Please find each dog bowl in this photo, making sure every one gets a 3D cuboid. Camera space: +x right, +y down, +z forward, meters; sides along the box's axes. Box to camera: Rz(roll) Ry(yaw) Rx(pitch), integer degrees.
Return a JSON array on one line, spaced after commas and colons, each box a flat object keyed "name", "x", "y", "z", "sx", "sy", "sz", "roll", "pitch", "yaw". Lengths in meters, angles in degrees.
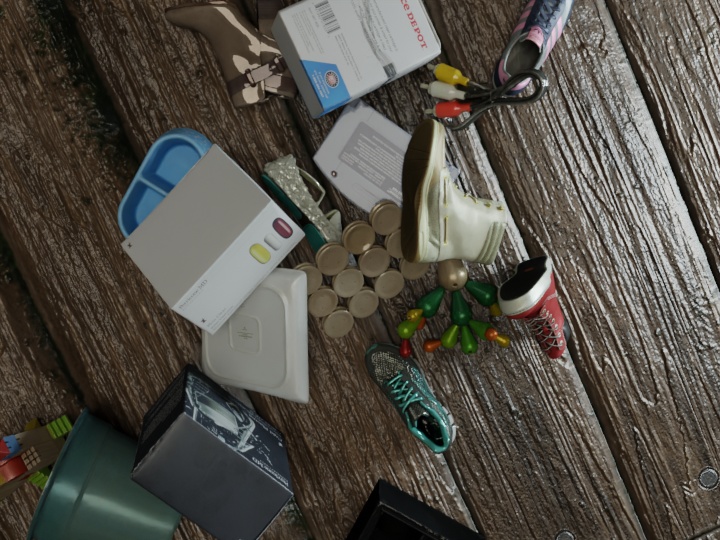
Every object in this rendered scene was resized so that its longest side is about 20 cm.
[{"name": "dog bowl", "x": -0.294, "y": -0.119, "z": 1.239, "sx": 0.110, "sy": 0.050, "sz": 0.202, "roll": 31, "pitch": 97, "yaw": -2}]

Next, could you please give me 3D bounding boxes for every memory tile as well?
[{"name": "memory tile", "x": 0.000, "y": 0.000, "z": 1.223, "sx": 0.199, "sy": 0.017, "sz": 0.154, "roll": -36, "pitch": 127, "yaw": 1}]

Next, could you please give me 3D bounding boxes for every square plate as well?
[{"name": "square plate", "x": -0.167, "y": 0.090, "z": 1.221, "sx": 0.197, "sy": 0.028, "sz": 0.202, "roll": 7, "pitch": 106, "yaw": 27}]

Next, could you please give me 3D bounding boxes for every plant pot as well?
[{"name": "plant pot", "x": -0.365, "y": 0.339, "z": 1.233, "sx": 0.193, "sy": 0.200, "sz": 0.203, "roll": 24, "pitch": 97, "yaw": -10}]

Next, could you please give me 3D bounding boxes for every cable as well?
[{"name": "cable", "x": 0.170, "y": -0.243, "z": 1.169, "sx": 0.198, "sy": 0.050, "sz": 0.099, "roll": 16, "pitch": 113, "yaw": 44}]

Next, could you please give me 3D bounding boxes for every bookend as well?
[{"name": "bookend", "x": 0.067, "y": 0.469, "z": 1.277, "sx": 0.197, "sy": 0.092, "sz": 0.202, "roll": 29, "pitch": 97, "yaw": -2}]

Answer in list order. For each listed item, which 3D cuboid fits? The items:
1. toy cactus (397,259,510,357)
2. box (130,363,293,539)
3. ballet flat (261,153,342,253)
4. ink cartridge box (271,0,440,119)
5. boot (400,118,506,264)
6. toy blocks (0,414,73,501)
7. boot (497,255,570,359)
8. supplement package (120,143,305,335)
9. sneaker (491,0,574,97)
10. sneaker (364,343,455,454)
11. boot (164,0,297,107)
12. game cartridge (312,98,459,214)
[{"name": "toy cactus", "x": 0.142, "y": 0.046, "z": 1.234, "sx": 0.196, "sy": 0.102, "sz": 0.168, "roll": -13, "pitch": 87, "yaw": 12}, {"name": "box", "x": -0.213, "y": 0.267, "z": 1.190, "sx": 0.199, "sy": 0.197, "sz": 0.124, "roll": 40, "pitch": 95, "yaw": -16}, {"name": "ballet flat", "x": -0.068, "y": -0.088, "z": 1.227, "sx": 0.071, "sy": 0.072, "sz": 0.201, "roll": -35, "pitch": 101, "yaw": 5}, {"name": "ink cartridge box", "x": -0.006, "y": -0.327, "z": 1.165, "sx": 0.198, "sy": 0.084, "sz": 0.147, "roll": -28, "pitch": 96, "yaw": -13}, {"name": "boot", "x": 0.139, "y": -0.110, "z": 1.187, "sx": 0.152, "sy": 0.072, "sz": 0.204, "roll": 2, "pitch": 94, "yaw": -25}, {"name": "toy blocks", "x": -0.544, "y": 0.303, "z": 1.239, "sx": 0.199, "sy": 0.137, "sz": 0.101, "roll": -36, "pitch": 82, "yaw": 12}, {"name": "boot", "x": 0.258, "y": 0.071, "z": 1.175, "sx": 0.071, "sy": 0.200, "sz": 0.147, "roll": -16, "pitch": 97, "yaw": 25}, {"name": "supplement package", "x": -0.210, "y": -0.044, "z": 1.170, "sx": 0.200, "sy": 0.111, "sz": 0.156, "roll": -47, "pitch": 57, "yaw": -1}, {"name": "sneaker", "x": 0.259, "y": -0.346, "z": 1.182, "sx": 0.069, "sy": 0.082, "sz": 0.203, "roll": 25, "pitch": 96, "yaw": -2}, {"name": "sneaker", "x": 0.080, "y": 0.195, "z": 1.245, "sx": 0.077, "sy": 0.091, "sz": 0.201, "roll": -40, "pitch": 94, "yaw": 5}, {"name": "boot", "x": -0.184, "y": -0.316, "z": 1.205, "sx": 0.196, "sy": 0.070, "sz": 0.149, "roll": -3, "pitch": 99, "yaw": 2}, {"name": "game cartridge", "x": 0.034, "y": -0.151, "z": 1.235, "sx": 0.199, "sy": 0.041, "sz": 0.134, "roll": 35, "pitch": 93, "yaw": -2}]
